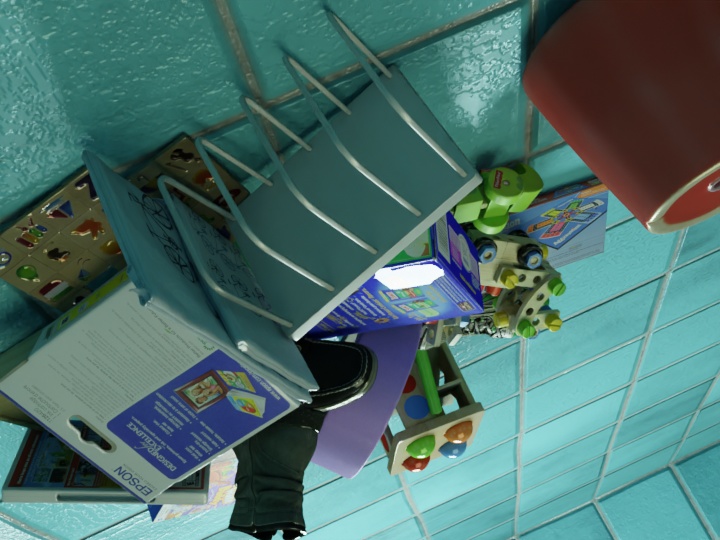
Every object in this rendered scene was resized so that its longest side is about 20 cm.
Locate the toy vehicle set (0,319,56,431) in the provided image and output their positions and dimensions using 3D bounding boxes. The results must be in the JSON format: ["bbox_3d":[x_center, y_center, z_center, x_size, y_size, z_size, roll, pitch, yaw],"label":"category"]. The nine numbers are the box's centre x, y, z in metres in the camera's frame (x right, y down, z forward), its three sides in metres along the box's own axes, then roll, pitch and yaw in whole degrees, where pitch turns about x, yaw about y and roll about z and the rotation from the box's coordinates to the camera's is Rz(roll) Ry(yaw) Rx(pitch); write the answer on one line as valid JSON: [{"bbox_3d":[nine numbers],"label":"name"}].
[{"bbox_3d":[-0.287,0.093,0.962,0.199,0.027,0.124,-31,152,10],"label":"toy vehicle set"}]

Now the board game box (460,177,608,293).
[{"bbox_3d":[0.197,-0.037,1.113,0.199,0.019,0.103,-18,131,-14],"label":"board game box"}]

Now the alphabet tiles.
[{"bbox_3d":[-0.198,-0.031,0.817,0.199,0.008,0.167,-35,143,9],"label":"alphabet tiles"}]

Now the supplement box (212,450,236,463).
[{"bbox_3d":[-0.126,0.186,1.222,0.199,0.061,0.109,-7,147,-33],"label":"supplement box"}]

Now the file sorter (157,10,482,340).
[{"bbox_3d":[-0.040,-0.073,0.743,0.200,0.139,0.124,-41,146,13],"label":"file sorter"}]

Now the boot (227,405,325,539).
[{"bbox_3d":[-0.115,0.198,0.959,0.067,0.132,0.199,22,161,-34],"label":"boot"}]

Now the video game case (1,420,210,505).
[{"bbox_3d":[-0.257,0.198,1.003,0.198,0.143,0.018,3,110,-8],"label":"video game case"}]

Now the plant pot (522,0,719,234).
[{"bbox_3d":[0.270,-0.143,0.833,0.199,0.178,0.201,-22,158,-9],"label":"plant pot"}]

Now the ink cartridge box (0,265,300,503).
[{"bbox_3d":[-0.191,0.102,0.877,0.199,0.047,0.198,-32,119,18],"label":"ink cartridge box"}]

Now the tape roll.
[{"bbox_3d":[-0.002,0.130,1.085,0.065,0.201,0.200,25,138,-4],"label":"tape roll"}]

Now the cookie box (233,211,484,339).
[{"bbox_3d":[0.000,0.000,0.922,0.199,0.076,0.171,-11,158,18],"label":"cookie box"}]

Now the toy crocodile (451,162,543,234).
[{"bbox_3d":[0.098,-0.073,0.973,0.199,0.062,0.068,-11,150,-17],"label":"toy crocodile"}]

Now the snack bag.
[{"bbox_3d":[-0.124,0.000,0.735,0.021,0.189,0.200,-41,138,8],"label":"snack bag"}]

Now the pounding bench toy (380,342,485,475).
[{"bbox_3d":[0.078,0.158,1.240,0.123,0.157,0.200,-18,151,-14],"label":"pounding bench toy"}]

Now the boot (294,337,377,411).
[{"bbox_3d":[-0.100,0.088,0.947,0.202,0.074,0.154,-5,157,25],"label":"boot"}]

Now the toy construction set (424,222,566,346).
[{"bbox_3d":[0.146,0.022,1.063,0.199,0.092,0.132,-2,121,-39],"label":"toy construction set"}]

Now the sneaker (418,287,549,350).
[{"bbox_3d":[0.147,0.048,1.162,0.199,0.085,0.078,-23,151,-22],"label":"sneaker"}]

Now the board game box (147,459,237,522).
[{"bbox_3d":[-0.206,0.273,1.322,0.134,0.045,0.200,-6,146,-33],"label":"board game box"}]
